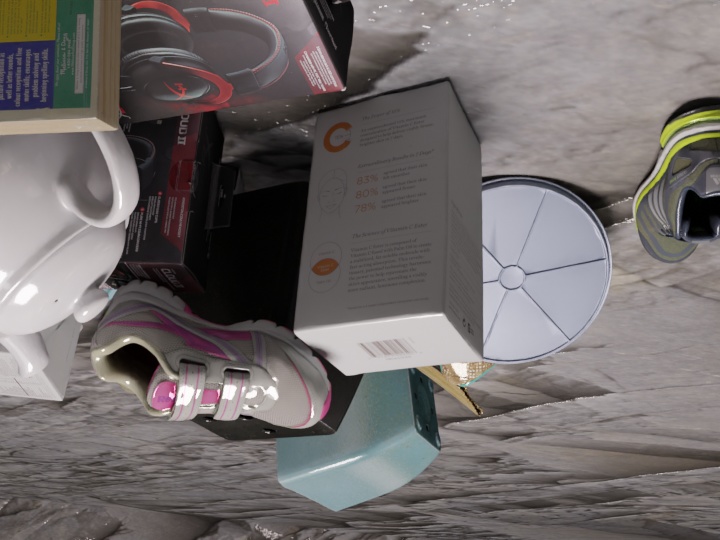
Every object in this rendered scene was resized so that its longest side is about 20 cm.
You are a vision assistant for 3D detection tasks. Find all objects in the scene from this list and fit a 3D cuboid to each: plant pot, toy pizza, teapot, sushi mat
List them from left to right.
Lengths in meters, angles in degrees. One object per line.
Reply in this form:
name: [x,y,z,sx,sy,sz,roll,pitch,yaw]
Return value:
teapot: [-0.220,-0.029,0.509,0.146,0.198,0.200,44,178,0]
plant pot: [-0.099,0.056,0.763,0.196,0.181,0.200,-9,147,25]
plant pot: [0.006,0.215,1.144,0.196,0.200,0.196,-17,147,19]
sushi mat: [0.066,0.108,0.973,0.199,0.012,0.096,34,167,35]
toy pizza: [0.149,0.001,0.782,0.195,0.032,0.204,1,115,3]

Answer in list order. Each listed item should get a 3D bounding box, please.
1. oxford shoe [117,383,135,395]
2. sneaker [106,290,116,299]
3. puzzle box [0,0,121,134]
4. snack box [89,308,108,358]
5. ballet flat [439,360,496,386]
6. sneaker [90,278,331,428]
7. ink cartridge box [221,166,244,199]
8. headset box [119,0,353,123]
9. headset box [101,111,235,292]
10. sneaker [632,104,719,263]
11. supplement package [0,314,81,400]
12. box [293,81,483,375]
oxford shoe: [-0.253,0.118,0.967,0.073,0.072,0.199,27,144,-31]
sneaker: [-0.268,-0.019,0.835,0.072,0.084,0.200,10,152,-14]
puzzle box: [-0.188,-0.171,0.407,0.130,0.205,0.025,0,176,8]
snack box: [-0.250,0.084,1.048,0.166,0.069,0.199,19,147,-26]
ballet flat: [0.163,0.045,0.846,0.199,0.070,0.066,-40,118,-4]
sneaker: [-0.120,0.082,0.600,0.196,0.089,0.083,17,121,7]
ink cartridge box: [-0.167,-0.042,0.825,0.097,0.040,0.201,5,151,-1]
headset box: [-0.100,-0.178,0.492,0.196,0.076,0.149,-4,151,17]
headset box: [-0.204,-0.065,0.658,0.195,0.152,0.075,1,161,5]
sneaker: [0.285,-0.053,0.690,0.072,0.083,0.201,-2,152,12]
supplement package: [-0.441,0.045,0.906,0.195,0.155,0.151,6,153,-4]
box: [0.029,-0.031,0.636,0.122,0.204,0.098,-8,151,24]
